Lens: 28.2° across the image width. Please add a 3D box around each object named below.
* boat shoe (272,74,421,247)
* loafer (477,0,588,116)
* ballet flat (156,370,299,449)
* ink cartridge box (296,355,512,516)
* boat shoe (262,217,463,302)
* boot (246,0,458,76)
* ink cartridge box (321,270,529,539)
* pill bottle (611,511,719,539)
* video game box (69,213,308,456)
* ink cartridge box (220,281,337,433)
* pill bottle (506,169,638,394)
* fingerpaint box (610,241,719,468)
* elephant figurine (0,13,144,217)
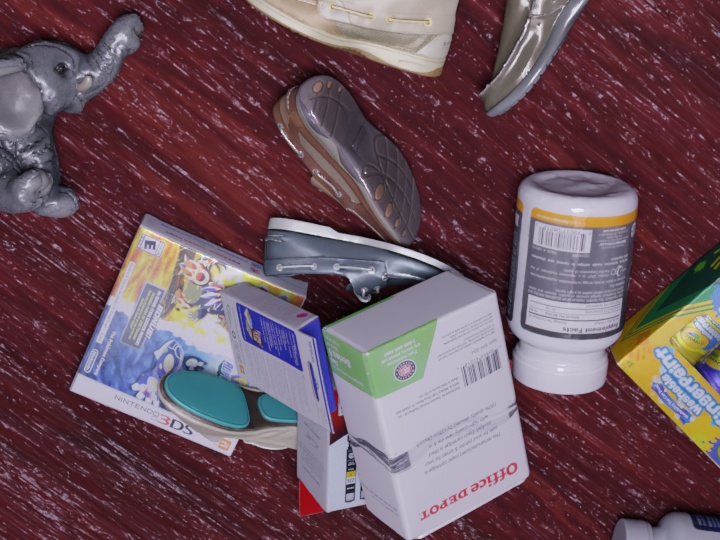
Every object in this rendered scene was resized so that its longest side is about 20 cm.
[{"bbox_3d":[-0.012,-0.102,1.389,0.072,0.076,0.200,-13,123,41],"label":"boat shoe"},{"bbox_3d":[0.163,-0.236,1.337,0.070,0.075,0.200,33,103,2],"label":"loafer"},{"bbox_3d":[-0.118,0.149,1.430,0.200,0.069,0.070,13,111,-27],"label":"ballet flat"},{"bbox_3d":[0.042,0.168,1.430,0.200,0.084,0.176,-8,112,-23],"label":"ink cartridge box"},{"bbox_3d":[0.000,0.000,1.408,0.200,0.073,0.062,15,83,3],"label":"boat shoe"},{"bbox_3d":[0.006,-0.279,1.316,0.200,0.073,0.156,18,109,-7],"label":"boot"},{"bbox_3d":[0.063,0.123,1.319,0.145,0.084,0.200,-24,116,-24],"label":"ink cartridge box"},{"bbox_3d":[0.367,0.312,1.497,0.200,0.111,0.111,8,109,-1],"label":"pill bottle"},{"bbox_3d":[-0.175,0.069,1.458,0.182,0.047,0.200,22,108,-9],"label":"video game box"},{"bbox_3d":[-0.069,0.078,1.339,0.037,0.200,0.095,-19,110,-23],"label":"ink cartridge box"},{"bbox_3d":[0.202,0.011,1.393,0.116,0.116,0.200,3,110,0],"label":"pill bottle"},{"bbox_3d":[0.379,0.095,1.440,0.167,0.073,0.200,-42,103,14],"label":"fingerpaint box"},{"bbox_3d":[-0.315,-0.158,1.353,0.141,0.155,0.200,18,102,40],"label":"elephant figurine"}]
